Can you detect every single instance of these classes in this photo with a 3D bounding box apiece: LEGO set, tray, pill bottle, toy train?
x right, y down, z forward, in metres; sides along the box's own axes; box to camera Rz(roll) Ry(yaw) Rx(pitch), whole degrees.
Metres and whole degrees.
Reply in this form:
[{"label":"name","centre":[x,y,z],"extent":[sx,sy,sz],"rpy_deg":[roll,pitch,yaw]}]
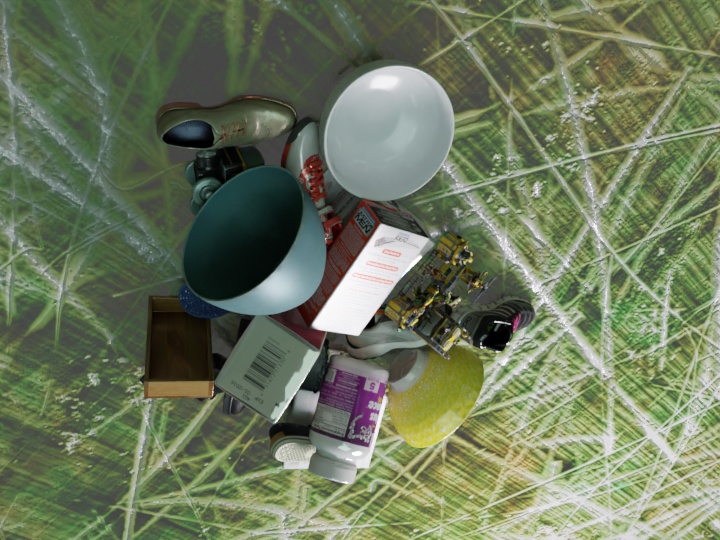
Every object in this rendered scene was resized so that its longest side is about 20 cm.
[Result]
[{"label":"LEGO set","centre":[0.143,0.050,1.208],"extent":[0.200,0.115,0.154],"rpy_deg":[-48,156,-13]},{"label":"tray","centre":[-0.280,0.114,1.152],"extent":[0.097,0.201,0.037],"rpy_deg":[1,124,-15]},{"label":"pill bottle","centre":[-0.025,0.254,1.281],"extent":[0.111,0.112,0.203],"rpy_deg":[19,81,-25]},{"label":"toy train","centre":[-0.192,-0.091,1.107],"extent":[0.112,0.085,0.202],"rpy_deg":[-12,128,-17]}]

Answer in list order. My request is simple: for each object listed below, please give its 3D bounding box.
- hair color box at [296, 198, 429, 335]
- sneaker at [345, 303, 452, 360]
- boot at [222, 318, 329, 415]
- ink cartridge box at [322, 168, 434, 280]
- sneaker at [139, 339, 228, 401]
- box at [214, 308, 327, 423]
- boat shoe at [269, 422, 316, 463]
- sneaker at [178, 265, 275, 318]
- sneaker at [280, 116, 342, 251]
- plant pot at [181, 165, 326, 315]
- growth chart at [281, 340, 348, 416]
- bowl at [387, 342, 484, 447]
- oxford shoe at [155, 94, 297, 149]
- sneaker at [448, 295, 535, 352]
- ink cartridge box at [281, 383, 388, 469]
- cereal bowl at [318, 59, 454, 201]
[{"label":"hair color box","centre":[0.000,0.000,1.123],"extent":[0.110,0.064,0.201],"rpy_deg":[13,122,-44]},{"label":"sneaker","centre":[0.066,0.093,1.305],"extent":[0.197,0.074,0.080],"rpy_deg":[-16,121,-2]},{"label":"boot","centre":[-0.145,0.178,1.291],"extent":[0.160,0.074,0.201],"rpy_deg":[13,111,-8]},{"label":"ink cartridge box","centre":[0.006,-0.068,1.176],"extent":[0.199,0.068,0.115],"rpy_deg":[33,111,-31]},{"label":"sneaker","centre":[-0.278,0.180,1.236],"extent":[0.199,0.060,0.105],"rpy_deg":[-29,106,36]},{"label":"box","centre":[-0.129,0.125,1.136],"extent":[0.108,0.200,0.129],"rpy_deg":[33,95,-3]},{"label":"boat shoe","centre":[-0.085,0.315,1.356],"extent":[0.199,0.062,0.075],"rpy_deg":[21,113,-41]},{"label":"sneaker","centre":[-0.189,0.026,1.173],"extent":[0.197,0.078,0.071],"rpy_deg":[-11,96,25]},{"label":"sneaker","centre":[-0.066,-0.111,1.090],"extent":[0.107,0.067,0.204],"rpy_deg":[28,116,21]},{"label":"plant pot","centre":[-0.123,-0.021,1.017],"extent":[0.199,0.201,0.135],"rpy_deg":[-35,139,12]},{"label":"growth chart","centre":[-0.101,0.199,1.372],"extent":[0.143,0.018,0.202],"rpy_deg":[7,122,-17]},{"label":"bowl","centre":[0.110,0.197,1.322],"extent":[0.107,0.201,0.200],"rpy_deg":[40,109,-19]},{"label":"oxford shoe","centre":[-0.183,-0.195,1.036],"extent":[0.197,0.074,0.072],"rpy_deg":[-8,126,-8]},{"label":"sneaker","centre":[0.248,0.100,1.321],"extent":[0.198,0.087,0.075],"rpy_deg":[-4,123,-37]},{"label":"ink cartridge box","centre":[-0.052,0.289,1.407],"extent":[0.171,0.044,0.202],"rpy_deg":[3,122,-16]},{"label":"cereal bowl","centre":[0.030,-0.206,1.068],"extent":[0.197,0.084,0.203],"rpy_deg":[-10,123,-16]}]
